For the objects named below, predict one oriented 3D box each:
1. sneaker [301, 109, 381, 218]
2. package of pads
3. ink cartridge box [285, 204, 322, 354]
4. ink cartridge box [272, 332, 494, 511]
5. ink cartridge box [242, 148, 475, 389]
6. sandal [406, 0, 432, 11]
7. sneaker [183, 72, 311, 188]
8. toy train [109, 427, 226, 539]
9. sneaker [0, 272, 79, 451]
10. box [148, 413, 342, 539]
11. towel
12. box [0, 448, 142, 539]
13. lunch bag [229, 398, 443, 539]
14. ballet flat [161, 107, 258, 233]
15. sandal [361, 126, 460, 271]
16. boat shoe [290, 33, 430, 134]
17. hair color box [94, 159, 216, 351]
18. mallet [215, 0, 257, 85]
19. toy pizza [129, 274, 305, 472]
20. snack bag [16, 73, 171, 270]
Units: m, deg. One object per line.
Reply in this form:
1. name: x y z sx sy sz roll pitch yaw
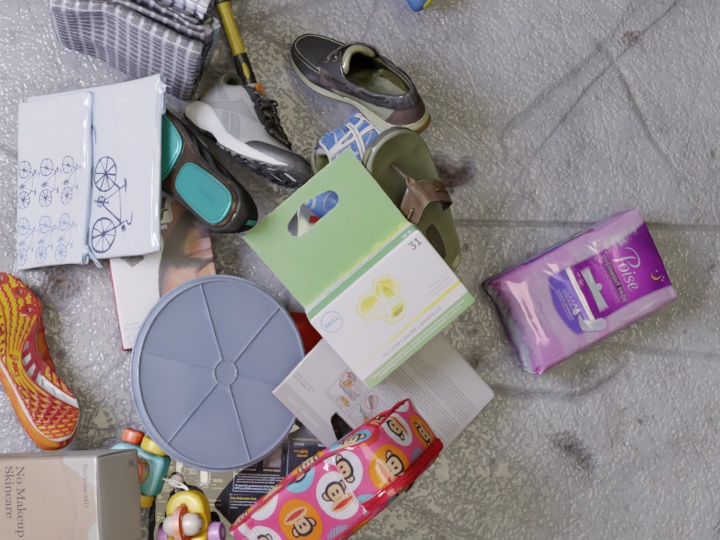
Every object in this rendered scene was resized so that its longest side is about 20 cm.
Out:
1. sneaker: -0.007 -0.136 1.246 0.077 0.076 0.201 25 56 -11
2. package of pads: 0.250 0.025 1.306 0.199 0.076 0.121 -26 93 -13
3. ink cartridge box: -0.002 0.030 1.268 0.161 0.050 0.201 5 81 -11
4. ink cartridge box: 0.023 0.128 1.242 0.176 0.045 0.200 -46 109 -10
5. ink cartridge box: 0.000 0.000 1.156 0.145 0.048 0.200 -40 111 1
6. sandal: 0.013 -0.375 1.298 0.087 0.080 0.201 -32 83 -9
7. sneaker: -0.112 -0.150 1.193 0.079 0.200 0.074 -52 138 3
8. toy train: -0.224 0.260 1.153 0.150 0.056 0.201 -34 77 8
9. sneaker: -0.352 0.096 1.183 0.073 0.077 0.201 -14 71 -30
10. box: -0.122 0.222 1.225 0.199 0.050 0.159 4 84 -11
11. towel: -0.230 -0.250 1.170 0.165 0.200 0.086 25 82 -7
12. box: -0.319 0.225 1.124 0.199 0.078 0.096 -7 84 20
13. lunch bag: -0.019 0.208 1.126 0.200 0.176 0.082 -38 87 23
14. ballet flat: -0.173 -0.100 1.165 0.068 0.068 0.200 -51 61 14
15. sandal: 0.068 -0.068 1.201 0.080 0.057 0.201 -41 126 -14
16. boat shoe: -0.002 -0.215 1.233 0.072 0.066 0.201 -35 54 -23
17. hair color box: -0.215 -0.022 1.222 0.110 0.064 0.201 -9 88 -13
18. mallet: -0.128 -0.251 1.277 0.066 0.041 0.201 -26 95 -15
19. toy pizza: -0.145 0.105 1.176 0.199 0.032 0.201 4 82 -33
20. snack bag: -0.279 -0.097 1.176 0.199 0.021 0.190 -3 83 30
